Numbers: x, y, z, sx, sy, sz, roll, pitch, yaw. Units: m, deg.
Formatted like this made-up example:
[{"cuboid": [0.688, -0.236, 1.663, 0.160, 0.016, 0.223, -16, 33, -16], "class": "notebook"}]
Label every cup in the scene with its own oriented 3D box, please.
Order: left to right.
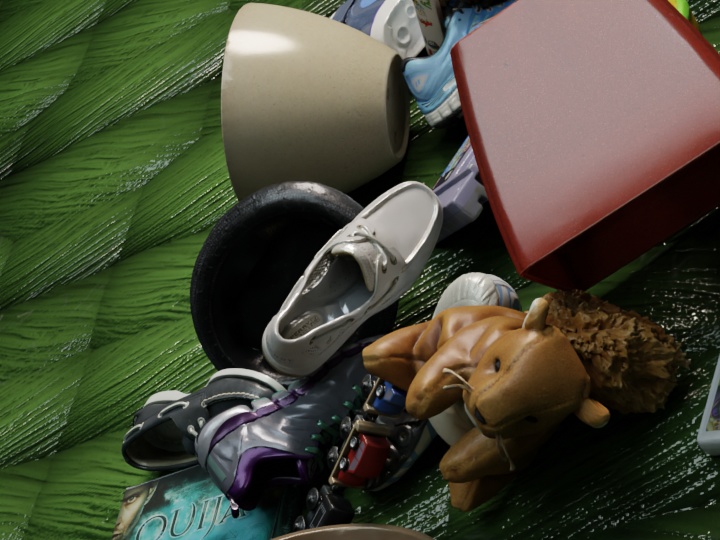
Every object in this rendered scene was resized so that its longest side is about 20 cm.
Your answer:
[{"cuboid": [-0.033, -0.150, 1.728, 0.142, 0.201, 0.201, 0, 48, 15], "class": "cup"}]

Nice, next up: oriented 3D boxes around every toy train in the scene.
[{"cuboid": [0.000, 0.138, 1.416, 0.201, 0.034, 0.046, -65, 30, 20], "class": "toy train"}]

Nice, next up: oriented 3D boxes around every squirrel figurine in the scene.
[{"cuboid": [0.125, 0.066, 1.297, 0.199, 0.142, 0.187, -25, -6, -18], "class": "squirrel figurine"}]

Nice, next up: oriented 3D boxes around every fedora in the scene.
[{"cuboid": [-0.047, 0.015, 1.601, 0.200, 0.202, 0.092, -29, 1, 23], "class": "fedora"}]

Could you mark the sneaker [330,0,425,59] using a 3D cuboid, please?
[{"cuboid": [0.036, -0.276, 1.866, 0.146, 0.081, 0.201, -1, 47, 55], "class": "sneaker"}]

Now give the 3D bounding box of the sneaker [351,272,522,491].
[{"cuboid": [0.060, 0.093, 1.452, 0.201, 0.072, 0.072, -55, 49, 8], "class": "sneaker"}]

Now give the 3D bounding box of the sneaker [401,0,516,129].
[{"cuboid": [0.118, -0.223, 1.682, 0.200, 0.090, 0.078, -41, -8, 5], "class": "sneaker"}]

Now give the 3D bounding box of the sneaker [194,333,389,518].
[{"cuboid": [-0.030, 0.129, 1.488, 0.199, 0.075, 0.088, -29, 49, -6], "class": "sneaker"}]

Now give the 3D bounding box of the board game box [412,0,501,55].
[{"cuboid": [0.095, -0.292, 1.723, 0.034, 0.200, 0.127, 31, 76, 22], "class": "board game box"}]

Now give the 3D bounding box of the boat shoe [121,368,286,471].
[{"cuboid": [-0.133, 0.137, 1.598, 0.199, 0.076, 0.060, -23, 25, 49], "class": "boat shoe"}]

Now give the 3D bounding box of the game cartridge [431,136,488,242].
[{"cuboid": [0.120, -0.117, 1.592, 0.201, 0.038, 0.130, -56, 11, -17], "class": "game cartridge"}]

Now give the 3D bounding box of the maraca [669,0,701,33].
[{"cuboid": [0.206, -0.138, 1.504, 0.201, 0.106, 0.137, -55, 10, 26], "class": "maraca"}]

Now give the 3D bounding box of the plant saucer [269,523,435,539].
[{"cuboid": [-0.028, 0.239, 1.328, 0.198, 0.030, 0.200, -10, 19, 3], "class": "plant saucer"}]

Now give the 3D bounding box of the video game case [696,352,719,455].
[{"cuboid": [0.329, 0.031, 1.249, 0.181, 0.023, 0.201, -10, 47, 41], "class": "video game case"}]

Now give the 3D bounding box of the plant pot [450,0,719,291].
[{"cuboid": [0.176, -0.115, 1.351, 0.199, 0.200, 0.177, -34, 75, 13], "class": "plant pot"}]

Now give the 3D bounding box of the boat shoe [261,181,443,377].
[{"cuboid": [0.000, 0.000, 1.477, 0.200, 0.071, 0.069, -50, -10, -19], "class": "boat shoe"}]

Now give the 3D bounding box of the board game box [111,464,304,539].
[{"cuboid": [-0.134, 0.220, 1.549, 0.199, 0.028, 0.136, -21, 40, 32], "class": "board game box"}]
